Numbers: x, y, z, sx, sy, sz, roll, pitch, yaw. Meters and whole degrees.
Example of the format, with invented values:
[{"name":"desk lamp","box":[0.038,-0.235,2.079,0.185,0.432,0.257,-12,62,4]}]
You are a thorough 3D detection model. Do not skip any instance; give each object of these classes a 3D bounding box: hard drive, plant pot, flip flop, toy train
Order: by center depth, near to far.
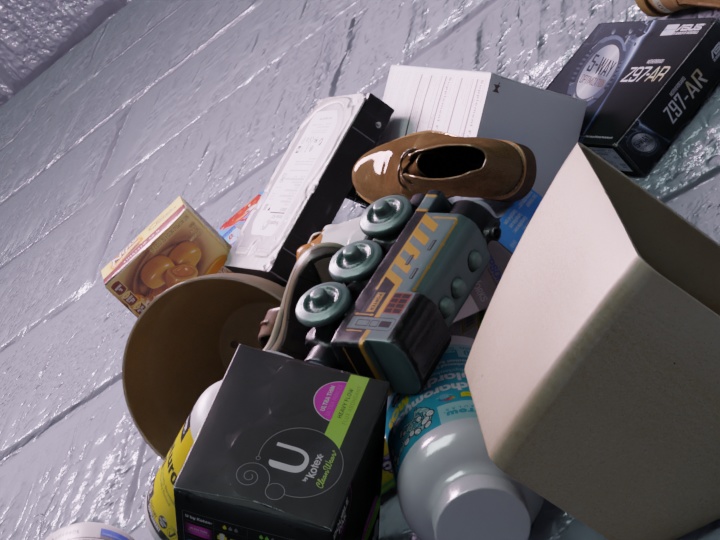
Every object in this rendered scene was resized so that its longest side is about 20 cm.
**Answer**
[{"name":"plant pot","box":[0.183,0.068,1.150,0.177,0.200,0.200,-51,20,18]},{"name":"toy train","box":[0.034,0.015,1.335,0.114,0.085,0.200,5,45,36]},{"name":"flip flop","box":[-0.056,0.050,1.497,0.058,0.081,0.200,-113,36,-48]},{"name":"plant pot","box":[-0.110,0.091,1.625,0.200,0.200,0.134,-37,1,18]},{"name":"hard drive","box":[-0.053,-0.080,1.662,0.200,0.038,0.140,-61,21,-8]}]

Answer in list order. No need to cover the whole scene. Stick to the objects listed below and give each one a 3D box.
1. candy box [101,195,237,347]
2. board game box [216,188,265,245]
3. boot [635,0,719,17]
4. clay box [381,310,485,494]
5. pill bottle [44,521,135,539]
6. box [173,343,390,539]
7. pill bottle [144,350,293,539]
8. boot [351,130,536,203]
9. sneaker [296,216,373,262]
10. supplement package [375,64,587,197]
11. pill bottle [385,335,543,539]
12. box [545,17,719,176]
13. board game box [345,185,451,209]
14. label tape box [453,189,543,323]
[{"name":"candy box","box":[-0.155,0.035,1.746,0.115,0.200,0.055,-43,21,3]},{"name":"board game box","box":[-0.132,-0.002,1.960,0.196,0.056,0.200,-40,23,12]},{"name":"boot","box":[0.370,-0.315,1.642,0.175,0.066,0.200,-62,24,-9]},{"name":"clay box","box":[0.038,0.124,1.459,0.200,0.048,0.115,-37,21,18]},{"name":"pill bottle","box":[-0.249,0.326,1.516,0.114,0.114,0.200,-38,23,16]},{"name":"box","box":[-0.058,0.184,1.293,0.124,0.200,0.149,13,46,11]},{"name":"pill bottle","box":[-0.106,0.162,1.473,0.200,0.111,0.111,-58,10,40]},{"name":"boot","box":[0.055,-0.093,1.494,0.200,0.075,0.074,-1,83,45]},{"name":"sneaker","box":[-0.001,-0.024,1.571,0.084,0.073,0.200,-1,4,21]},{"name":"supplement package","box":[0.106,-0.127,1.616,0.200,0.113,0.110,19,96,64]},{"name":"pill bottle","box":[0.078,0.139,1.286,0.111,0.111,0.200,-39,23,12]},{"name":"box","box":[0.246,-0.166,1.613,0.160,0.044,0.200,-50,23,-11]},{"name":"board game box","box":[0.026,-0.088,1.742,0.028,0.135,0.200,-63,19,12]},{"name":"label tape box","box":[0.114,-0.015,1.468,0.200,0.063,0.144,-25,9,25]}]
